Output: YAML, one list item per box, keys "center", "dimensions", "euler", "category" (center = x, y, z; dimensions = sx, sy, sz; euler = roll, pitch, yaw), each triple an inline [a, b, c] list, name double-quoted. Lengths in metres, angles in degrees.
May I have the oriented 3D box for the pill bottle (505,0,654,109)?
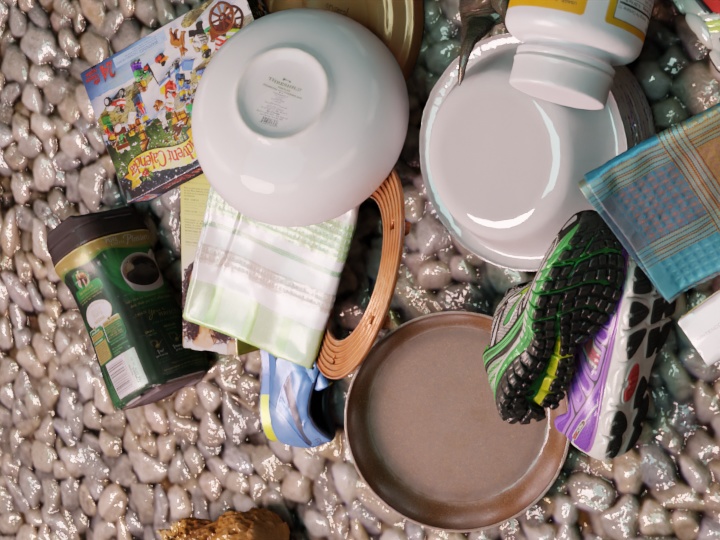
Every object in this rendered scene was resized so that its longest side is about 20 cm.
- center: [0.177, -0.231, 1.288]
  dimensions: [0.109, 0.109, 0.201]
  euler: [14, 88, 33]
  category: "pill bottle"

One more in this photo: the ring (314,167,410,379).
- center: [0.000, 0.000, 1.499]
  dimensions: [0.200, 0.019, 0.202]
  euler: [-167, 90, -69]
  category: "ring"

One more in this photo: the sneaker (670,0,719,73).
- center: [0.307, -0.187, 1.278]
  dimensions: [0.085, 0.077, 0.201]
  euler: [-41, 74, 28]
  category: "sneaker"

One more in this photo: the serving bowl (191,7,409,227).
- center: [-0.060, -0.143, 1.459]
  dimensions: [0.199, 0.066, 0.202]
  euler: [-4, 75, 14]
  category: "serving bowl"

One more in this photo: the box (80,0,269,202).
- center: [-0.159, -0.166, 1.579]
  dimensions: [0.199, 0.038, 0.137]
  euler: [-25, 82, 26]
  category: "box"

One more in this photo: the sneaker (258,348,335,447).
- center: [-0.058, 0.070, 1.592]
  dimensions: [0.078, 0.066, 0.202]
  euler: [-1, 99, 33]
  category: "sneaker"

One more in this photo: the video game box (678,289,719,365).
- center: [0.344, -0.012, 1.201]
  dimensions: [0.182, 0.200, 0.047]
  euler: [-38, 77, 34]
  category: "video game box"

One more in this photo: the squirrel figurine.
- center: [-0.132, 0.340, 1.668]
  dimensions: [0.187, 0.141, 0.201]
  euler: [-40, 60, 44]
  category: "squirrel figurine"

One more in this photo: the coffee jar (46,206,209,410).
- center: [-0.238, 0.034, 1.689]
  dimensions: [0.085, 0.104, 0.201]
  euler: [-32, 78, 36]
  category: "coffee jar"

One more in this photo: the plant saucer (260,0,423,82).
- center: [-0.032, -0.234, 1.541]
  dimensions: [0.199, 0.032, 0.202]
  euler: [7, 102, 34]
  category: "plant saucer"

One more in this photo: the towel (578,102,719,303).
- center: [0.284, -0.064, 1.268]
  dimensions: [0.199, 0.022, 0.147]
  euler: [-27, 124, 22]
  category: "towel"

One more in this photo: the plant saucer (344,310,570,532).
- center: [0.086, 0.131, 1.473]
  dimensions: [0.199, 0.032, 0.202]
  euler: [1, 101, 7]
  category: "plant saucer"

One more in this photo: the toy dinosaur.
- center: [0.124, -0.241, 1.381]
  dimensions: [0.102, 0.077, 0.201]
  euler: [20, 91, 52]
  category: "toy dinosaur"

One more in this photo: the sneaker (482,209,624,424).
- center: [0.146, 0.029, 1.362]
  dimensions: [0.085, 0.078, 0.201]
  euler: [62, 138, 42]
  category: "sneaker"

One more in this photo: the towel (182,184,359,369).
- center: [-0.082, -0.026, 1.521]
  dimensions: [0.148, 0.031, 0.201]
  euler: [21, 106, 22]
  category: "towel"

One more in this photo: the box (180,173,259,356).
- center: [-0.135, -0.021, 1.639]
  dimensions: [0.075, 0.050, 0.202]
  euler: [5, 100, 34]
  category: "box"

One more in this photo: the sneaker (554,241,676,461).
- center: [0.202, 0.060, 1.390]
  dimensions: [0.083, 0.080, 0.201]
  euler: [24, 111, 32]
  category: "sneaker"

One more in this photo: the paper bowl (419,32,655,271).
- center: [0.138, -0.100, 1.396]
  dimensions: [0.200, 0.104, 0.202]
  euler: [6, 100, 36]
  category: "paper bowl"
